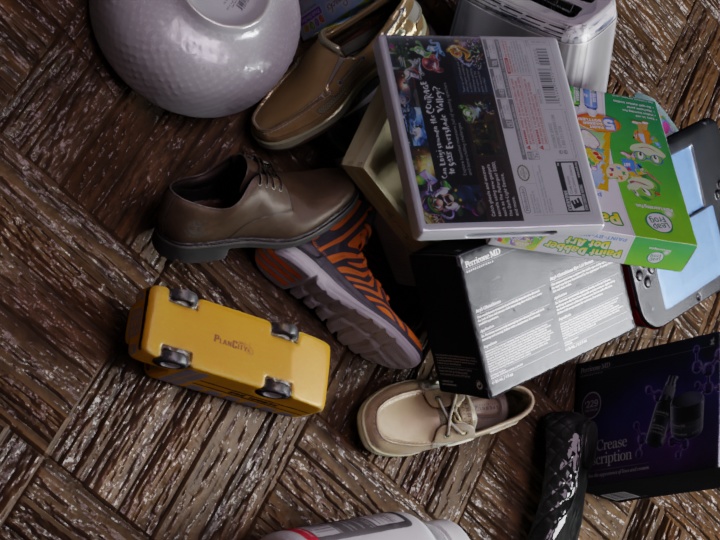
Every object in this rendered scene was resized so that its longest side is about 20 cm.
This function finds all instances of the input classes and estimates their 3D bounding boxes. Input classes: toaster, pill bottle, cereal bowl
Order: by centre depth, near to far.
[{"bbox_3d":[0.005,0.275,1.479,0.200,0.111,0.111,-3,80,-39],"label":"pill bottle"},{"bbox_3d":[-0.139,-0.244,1.495,0.200,0.083,0.200,11,66,-25],"label":"cereal bowl"},{"bbox_3d":[0.180,-0.233,1.691,0.200,0.129,0.114,30,49,24],"label":"toaster"}]

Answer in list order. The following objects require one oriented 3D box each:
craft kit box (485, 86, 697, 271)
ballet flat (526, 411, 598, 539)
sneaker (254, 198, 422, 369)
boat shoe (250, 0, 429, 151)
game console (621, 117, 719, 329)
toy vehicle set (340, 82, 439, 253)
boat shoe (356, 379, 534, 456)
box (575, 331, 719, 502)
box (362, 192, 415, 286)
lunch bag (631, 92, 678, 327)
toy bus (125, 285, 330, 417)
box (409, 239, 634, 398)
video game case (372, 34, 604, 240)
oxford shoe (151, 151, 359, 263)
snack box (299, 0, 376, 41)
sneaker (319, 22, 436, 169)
[{"bbox_3d":[0.204,-0.096,1.575,0.200,0.049,0.198,7,50,-16],"label":"craft kit box"},{"bbox_3d":[0.196,0.240,1.694,0.066,0.057,0.200,47,55,-52],"label":"ballet flat"},{"bbox_3d":[0.000,0.000,1.569,0.200,0.078,0.112,43,56,-22],"label":"sneaker"},{"bbox_3d":[-0.028,-0.196,1.552,0.200,0.072,0.076,-42,149,-8],"label":"boat shoe"},{"bbox_3d":[0.326,-0.048,1.706,0.200,0.031,0.177,-27,112,-41],"label":"game console"},{"bbox_3d":[0.061,-0.095,1.576,0.200,0.026,0.124,50,59,-47],"label":"toy vehicle set"},{"bbox_3d":[0.084,0.137,1.609,0.200,0.065,0.072,-3,81,-40],"label":"boat shoe"},{"bbox_3d":[0.316,0.153,1.704,0.079,0.200,0.141,21,65,-33],"label":"box"},{"bbox_3d":[0.077,-0.102,1.651,0.200,0.036,0.144,-50,135,-34],"label":"box"},{"bbox_3d":[0.284,-0.067,1.769,0.170,0.122,0.200,-46,127,-37],"label":"lunch bag"},{"bbox_3d":[-0.118,0.073,1.453,0.200,0.078,0.065,20,67,-34],"label":"toy bus"},{"bbox_3d":[0.158,0.020,1.591,0.200,0.079,0.141,-21,106,-34],"label":"box"},{"bbox_3d":[0.114,-0.122,1.491,0.181,0.023,0.200,-2,67,-21],"label":"video game case"},{"bbox_3d":[-0.085,-0.066,1.478,0.200,0.085,0.073,-15,47,-29],"label":"oxford shoe"},{"bbox_3d":[0.046,-0.307,1.629,0.200,0.169,0.068,-25,91,-39],"label":"snack box"},{"bbox_3d":[0.010,-0.192,1.636,0.091,0.066,0.200,46,56,-23],"label":"sneaker"}]
